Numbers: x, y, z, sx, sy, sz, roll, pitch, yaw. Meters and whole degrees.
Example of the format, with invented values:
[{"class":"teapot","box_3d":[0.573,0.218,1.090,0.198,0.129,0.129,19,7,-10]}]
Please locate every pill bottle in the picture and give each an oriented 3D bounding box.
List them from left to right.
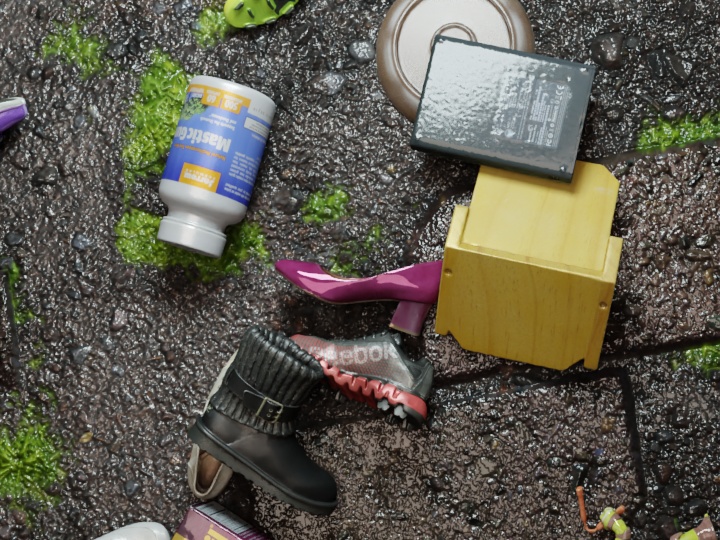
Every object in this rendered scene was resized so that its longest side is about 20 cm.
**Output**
[{"class":"pill bottle","box_3d":[-0.180,-0.123,1.731,0.110,0.112,0.203,15,85,9]}]

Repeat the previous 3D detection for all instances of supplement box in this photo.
[{"class":"supplement box","box_3d":[-0.137,0.378,1.675,0.198,0.103,0.132,29,90,10]}]

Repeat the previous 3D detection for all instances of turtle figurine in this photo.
[{"class":"turtle figurine","box_3d":[0.331,0.332,1.637,0.159,0.064,0.203,-16,82,5]}]

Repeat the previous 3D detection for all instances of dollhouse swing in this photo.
[{"class":"dollhouse swing","box_3d":[0.207,-0.017,1.708,0.197,0.177,0.184,11,127,8]}]

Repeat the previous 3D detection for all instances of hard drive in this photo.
[{"class":"hard drive","box_3d":[0.168,-0.193,1.697,0.197,0.033,0.142,13,82,9]}]

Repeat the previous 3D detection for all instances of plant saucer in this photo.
[{"class":"plant saucer","box_3d":[0.115,-0.271,1.750,0.197,0.032,0.204,-1,83,8]}]

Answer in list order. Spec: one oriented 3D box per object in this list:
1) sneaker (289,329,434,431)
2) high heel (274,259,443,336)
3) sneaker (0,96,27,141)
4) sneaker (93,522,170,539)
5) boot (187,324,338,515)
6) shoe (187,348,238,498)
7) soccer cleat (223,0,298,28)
[{"class":"sneaker","box_3d":[0.002,0.111,1.705,0.198,0.071,0.099,21,70,19]},{"class":"high heel","box_3d":[0.000,0.000,1.715,0.197,0.067,0.097,21,97,-6]},{"class":"sneaker","box_3d":[-0.488,-0.141,1.805,0.200,0.081,0.084,-42,97,9]},{"class":"sneaker","box_3d":[-0.320,0.361,1.703,0.198,0.100,0.076,-25,79,3]},{"class":"boot","box_3d":[-0.080,0.177,1.667,0.210,0.079,0.159,33,95,-17]},{"class":"shoe","box_3d":[-0.157,0.182,1.724,0.069,0.053,0.203,20,87,9]},{"class":"soccer cleat","box_3d":[-0.093,-0.380,1.783,0.199,0.065,0.084,-39,51,6]}]
